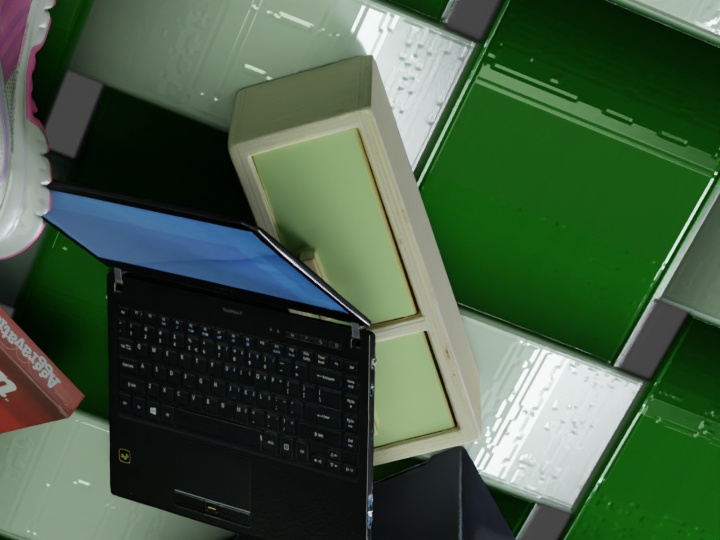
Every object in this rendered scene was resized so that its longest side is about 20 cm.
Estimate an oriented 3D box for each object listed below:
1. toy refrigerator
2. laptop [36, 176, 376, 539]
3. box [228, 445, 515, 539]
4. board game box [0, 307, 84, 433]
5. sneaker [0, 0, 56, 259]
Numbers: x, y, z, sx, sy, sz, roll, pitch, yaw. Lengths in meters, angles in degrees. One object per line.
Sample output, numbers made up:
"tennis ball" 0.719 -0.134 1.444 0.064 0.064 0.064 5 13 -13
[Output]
"toy refrigerator" 0.000 0.000 1.135 0.076 0.070 0.201 -14 119 9
"laptop" -0.090 0.049 1.100 0.177 0.103 0.201 12 109 35
"box" 0.012 0.235 1.243 0.196 0.118 0.201 -23 115 14
"board game box" -0.240 0.010 1.149 0.103 0.019 0.200 -16 123 45
"sneaker" -0.196 -0.105 1.033 0.081 0.088 0.201 -5 88 36
